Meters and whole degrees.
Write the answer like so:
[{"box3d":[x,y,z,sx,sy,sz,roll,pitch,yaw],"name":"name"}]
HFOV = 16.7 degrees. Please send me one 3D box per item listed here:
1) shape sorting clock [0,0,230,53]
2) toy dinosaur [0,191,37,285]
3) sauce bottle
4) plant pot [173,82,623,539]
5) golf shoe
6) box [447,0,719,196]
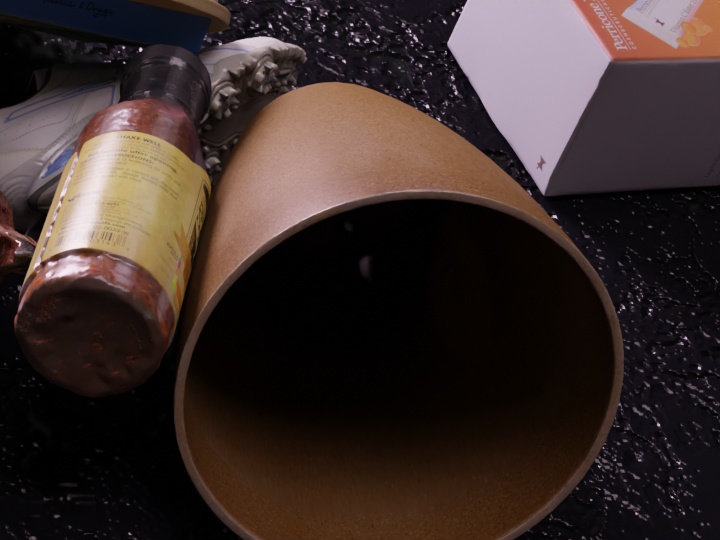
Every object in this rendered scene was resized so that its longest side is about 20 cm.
[{"box3d":[-0.159,-0.136,1.154,0.199,0.039,0.200,11,2,0],"name":"shape sorting clock"},{"box3d":[-0.205,-0.044,1.081,0.135,0.086,0.200,8,38,-19],"name":"toy dinosaur"},{"box3d":[-0.095,-0.029,1.027,0.066,0.066,0.200,20,36,-6],"name":"sauce bottle"},{"box3d":[0.000,0.000,1.078,0.186,0.187,0.200,10,28,-17],"name":"plant pot"},{"box3d":[-0.110,-0.081,1.178,0.097,0.078,0.200,36,39,22],"name":"golf shoe"},{"box3d":[0.171,-0.121,1.346,0.199,0.098,0.125,-5,48,-31],"name":"box"}]
